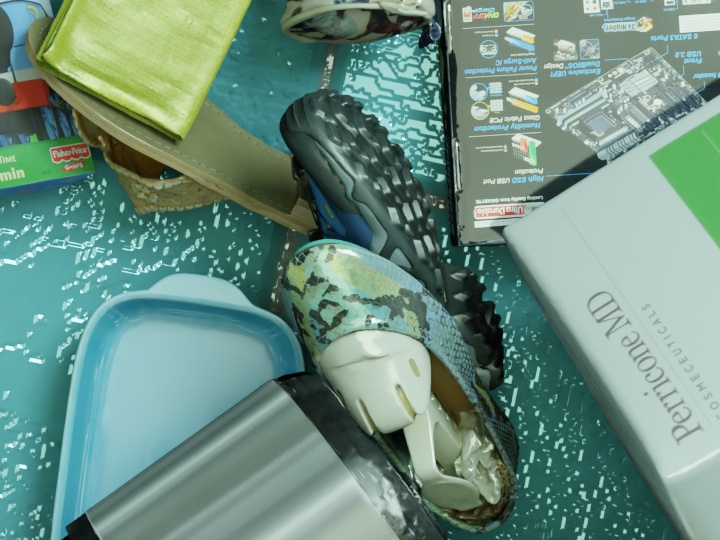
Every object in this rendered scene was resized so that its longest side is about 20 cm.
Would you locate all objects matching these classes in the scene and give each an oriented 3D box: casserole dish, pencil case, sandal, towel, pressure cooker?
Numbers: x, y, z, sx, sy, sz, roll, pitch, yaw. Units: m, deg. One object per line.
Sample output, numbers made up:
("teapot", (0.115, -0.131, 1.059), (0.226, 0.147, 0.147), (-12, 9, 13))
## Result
("casserole dish", (-0.095, 0.101, 1.261), (0.121, 0.039, 0.200), (8, 92, -1))
("pencil case", (0.007, -0.215, 1.223), (0.089, 0.078, 0.200), (-1, 82, 40))
("sandal", (-0.090, -0.050, 1.244), (0.212, 0.078, 0.070), (25, 125, -14))
("towel", (-0.086, -0.168, 1.223), (0.086, 0.018, 0.200), (27, 67, -8))
("pressure cooker", (-0.057, 0.167, 1.156), (0.200, 0.179, 0.176), (-34, 106, -7))

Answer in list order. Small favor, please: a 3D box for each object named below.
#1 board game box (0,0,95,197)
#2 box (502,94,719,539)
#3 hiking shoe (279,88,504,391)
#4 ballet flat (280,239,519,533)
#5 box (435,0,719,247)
("board game box", (-0.227, -0.130, 1.207), (0.151, 0.037, 0.200), (-14, 86, -41))
("box", (0.205, 0.051, 1.145), (0.171, 0.199, 0.200), (-32, 132, 3))
("hiking shoe", (0.000, 0.000, 1.200), (0.087, 0.074, 0.200), (-22, 125, 15))
("ballet flat", (0.026, 0.064, 1.177), (0.074, 0.074, 0.200), (-42, 131, 0))
("box", (0.142, -0.096, 1.255), (0.200, 0.046, 0.159), (-4, 92, 0))
